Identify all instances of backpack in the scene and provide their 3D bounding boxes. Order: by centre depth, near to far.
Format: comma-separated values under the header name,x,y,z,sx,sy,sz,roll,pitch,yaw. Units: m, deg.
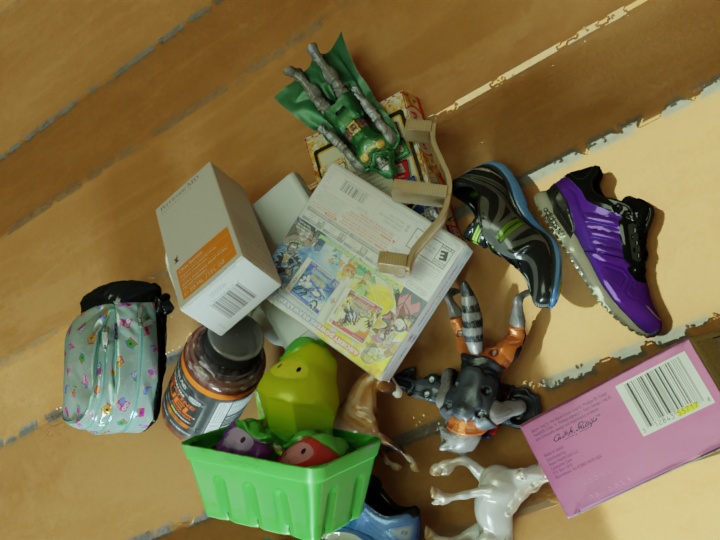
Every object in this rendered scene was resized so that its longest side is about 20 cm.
name,x,y,z,sx,sy,sz,roll,pitch,yaw
backpack,-0.336,0.124,1.217,0.167,0.126,0.200,-25,63,57

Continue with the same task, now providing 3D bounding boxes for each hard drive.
name,x,y,z,sx,sy,sz,roll,pitch,yaw
hard drive,-0.080,-0.005,1.108,0.132,0.027,0.200,-38,69,16

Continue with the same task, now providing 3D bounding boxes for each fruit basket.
name,x,y,z,sx,sy,sz,roll,pitch,yaw
fruit basket,-0.084,0.180,1.006,0.215,0.155,0.216,4,97,34

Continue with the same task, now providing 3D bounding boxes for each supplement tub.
name,x,y,z,sx,sy,sz,roll,pitch,yaw
supplement tub,-0.184,0.135,1.133,0.107,0.107,0.200,53,140,20

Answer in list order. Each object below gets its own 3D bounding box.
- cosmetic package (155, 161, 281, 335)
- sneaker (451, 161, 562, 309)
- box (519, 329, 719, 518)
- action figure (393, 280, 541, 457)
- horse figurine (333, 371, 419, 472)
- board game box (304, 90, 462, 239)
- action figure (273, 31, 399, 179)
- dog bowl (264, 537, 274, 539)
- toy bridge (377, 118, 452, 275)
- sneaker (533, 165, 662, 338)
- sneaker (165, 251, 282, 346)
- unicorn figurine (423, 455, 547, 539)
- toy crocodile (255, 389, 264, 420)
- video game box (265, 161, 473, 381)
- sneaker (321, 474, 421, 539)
name,x,y,z,sx,sy,sz,roll,pitch,yaw
cosmetic package,-0.175,-0.030,1.071,0.101,0.071,0.200,-40,42,12
sneaker,0.160,-0.034,0.981,0.083,0.071,0.200,-18,58,-13
box,0.280,0.142,0.859,0.176,0.200,0.097,-34,72,25
action figure,0.110,0.114,1.015,0.200,0.105,0.194,2,80,29
horse figurine,-0.017,0.202,1.083,0.200,0.050,0.133,-25,102,34
board game box,0.026,-0.098,1.098,0.151,0.046,0.200,-21,78,27
action figure,-0.015,-0.185,1.071,0.118,0.055,0.200,-44,69,16
dog bowl,-0.105,0.440,1.122,0.050,0.111,0.200,4,90,-3
toy bridge,0.069,-0.086,0.998,0.067,0.027,0.200,8,64,9
sneaker,0.275,-0.028,0.943,0.099,0.070,0.200,-37,73,18
sneaker,-0.178,0.036,1.160,0.200,0.116,0.074,48,136,26
unicorn figurine,0.144,0.260,0.990,0.137,0.074,0.200,3,127,0
toy crocodile,-0.103,0.240,1.149,0.062,0.068,0.200,-8,86,10
video game box,0.000,0.000,1.034,0.200,0.047,0.182,34,90,22
sneaker,-0.014,0.277,1.062,0.200,0.079,0.089,15,100,22
